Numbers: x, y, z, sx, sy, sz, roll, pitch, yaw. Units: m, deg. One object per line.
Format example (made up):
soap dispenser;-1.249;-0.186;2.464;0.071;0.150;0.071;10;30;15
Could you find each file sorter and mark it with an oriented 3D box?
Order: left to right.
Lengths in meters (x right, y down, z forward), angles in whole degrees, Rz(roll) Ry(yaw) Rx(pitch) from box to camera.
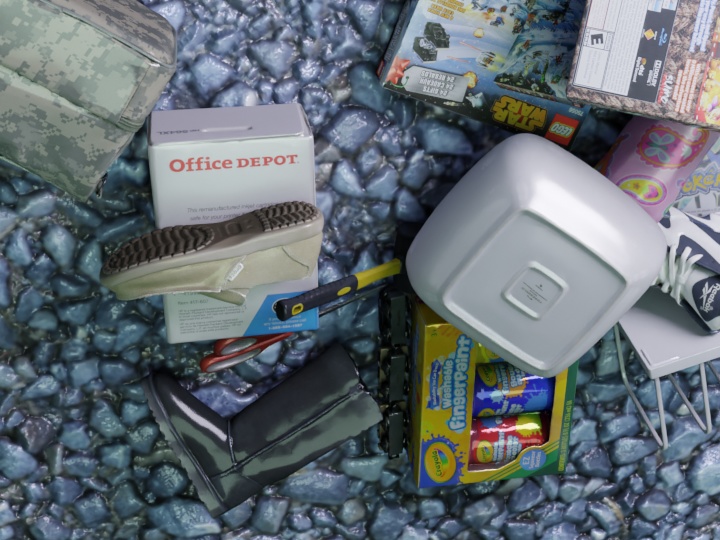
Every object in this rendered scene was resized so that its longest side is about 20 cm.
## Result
file sorter;0.371;0.076;1.262;0.198;0.139;0.126;-18;123;0

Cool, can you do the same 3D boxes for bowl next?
bowl;0.156;0.000;1.116;0.199;0.075;0.200;35;119;-11

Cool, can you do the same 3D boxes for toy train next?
toy train;0.032;0.106;1.266;0.034;0.046;0.202;-8;119;-15

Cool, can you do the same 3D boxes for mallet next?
mallet;0.000;0.000;1.150;0.199;0.041;0.067;-13;120;-46

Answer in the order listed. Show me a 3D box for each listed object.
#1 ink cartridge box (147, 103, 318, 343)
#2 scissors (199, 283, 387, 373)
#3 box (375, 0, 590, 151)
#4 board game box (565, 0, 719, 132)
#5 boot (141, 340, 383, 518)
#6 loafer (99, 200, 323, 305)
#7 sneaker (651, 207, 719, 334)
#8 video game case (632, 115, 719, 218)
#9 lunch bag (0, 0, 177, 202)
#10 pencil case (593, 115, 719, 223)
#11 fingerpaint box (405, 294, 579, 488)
ink cartridge box;-0.115;-0.044;1.131;0.144;0.085;0.202;-4;119;-8
scissors;-0.066;0.055;1.220;0.198;0.014;0.073;-20;158;-27
box;0.129;-0.202;1.117;0.198;0.040;0.138;17;113;-19
board game box;0.284;-0.202;1.029;0.198;0.097;0.161;14;98;9
boot;-0.097;0.131;1.239;0.199;0.066;0.166;-29;101;0
loafer;-0.124;-0.003;1.060;0.197;0.076;0.069;-13;114;-3
sneaker;0.308;0.001;1.188;0.197;0.130;0.080;7;122;-15
video game case;0.360;-0.135;1.208;0.197;0.022;0.184;-5;119;-8
lunch bag;-0.269;-0.162;1.004;0.199;0.140;0.169;26;110;-22
pencil case;0.291;-0.128;1.135;0.087;0.088;0.201;29;105;-24
fingerpaint box;0.135;0.119;1.275;0.165;0.074;0.202;-3;119;-9
